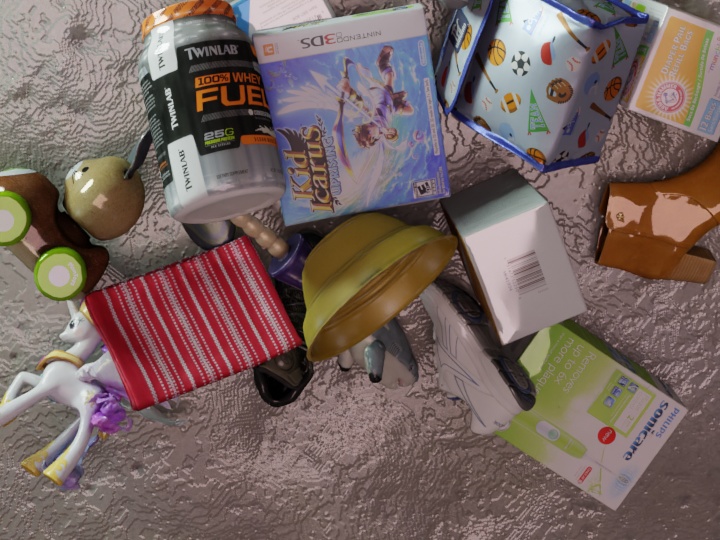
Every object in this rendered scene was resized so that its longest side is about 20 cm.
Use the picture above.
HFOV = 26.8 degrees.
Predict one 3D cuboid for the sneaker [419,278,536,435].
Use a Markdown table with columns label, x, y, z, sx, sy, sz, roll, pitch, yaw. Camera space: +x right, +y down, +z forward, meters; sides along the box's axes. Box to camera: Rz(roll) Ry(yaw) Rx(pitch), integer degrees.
| label | x | y | z | sx | sy | sz | roll | pitch | yaw |
| --- | --- | --- | --- | --- | --- | --- | --- | --- | --- |
| sneaker | 0.109 | 0.091 | 1.667 | 0.087 | 0.074 | 0.201 | -44 | 57 | 23 |

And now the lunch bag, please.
| label | x | y | z | sx | sy | sz | roll | pitch | yaw |
| --- | --- | --- | --- | --- | --- | --- | --- | --- | --- |
| lunch bag | 0.164 | -0.220 | 1.535 | 0.123 | 0.200 | 0.172 | -10 | 129 | -44 |

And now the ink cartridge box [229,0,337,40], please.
| label | x | y | z | sx | sy | sz | roll | pitch | yaw |
| --- | --- | --- | --- | --- | --- | --- | --- | --- | --- |
| ink cartridge box | -0.072 | -0.206 | 1.620 | 0.143 | 0.084 | 0.202 | -27 | 103 | 4 |

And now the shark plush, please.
| label | x | y | z | sx | sy | sz | roll | pitch | yaw |
| --- | --- | --- | --- | --- | --- | --- | --- | --- | --- |
| shark plush | 0.015 | 0.038 | 1.711 | 0.082 | 0.091 | 0.203 | -13 | 90 | -25 |

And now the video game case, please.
| label | x | y | z | sx | sy | sz | roll | pitch | yaw |
| --- | --- | --- | --- | --- | --- | --- | --- | --- | --- |
| video game case | -0.009 | -0.161 | 1.569 | 0.179 | 0.045 | 0.203 | -10 | 105 | -1 |

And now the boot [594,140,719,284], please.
| label | x | y | z | sx | sy | sz | roll | pitch | yaw |
| --- | --- | --- | --- | --- | --- | --- | --- | --- | --- |
| boot | 0.344 | -0.084 | 1.676 | 0.142 | 0.071 | 0.203 | 13 | 107 | -9 |

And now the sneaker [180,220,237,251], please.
| label | x | y | z | sx | sy | sz | roll | pitch | yaw |
| --- | --- | --- | --- | --- | --- | --- | --- | --- | --- |
| sneaker | -0.184 | -0.112 | 1.638 | 0.073 | 0.081 | 0.202 | -17 | 104 | 2 |

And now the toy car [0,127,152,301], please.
| label | x | y | z | sx | sy | sz | roll | pitch | yaw |
| --- | --- | --- | --- | --- | --- | --- | --- | --- | --- |
| toy car | -0.293 | -0.084 | 1.607 | 0.200 | 0.164 | 0.158 | -45 | 102 | -2 |

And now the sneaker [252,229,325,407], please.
| label | x | y | z | sx | sy | sz | roll | pitch | yaw |
| --- | --- | --- | --- | --- | --- | --- | --- | --- | --- |
| sneaker | -0.071 | 0.059 | 1.670 | 0.075 | 0.114 | 0.202 | 17 | 98 | -7 |

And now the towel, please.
| label | x | y | z | sx | sy | sz | roll | pitch | yaw |
| --- | --- | --- | --- | --- | --- | --- | --- | --- | --- |
| towel | -0.178 | 0.053 | 1.605 | 0.198 | 0.023 | 0.146 | -21 | 70 | -19 |

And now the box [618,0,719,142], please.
| label | x | y | z | sx | sy | sz | roll | pitch | yaw |
| --- | --- | --- | --- | --- | --- | --- | --- | --- | --- |
| box | 0.322 | -0.215 | 1.577 | 0.100 | 0.200 | 0.114 | 19 | 102 | -7 |

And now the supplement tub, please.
| label | x | y | z | sx | sy | sz | roll | pitch | yaw |
| --- | --- | --- | --- | --- | --- | --- | --- | --- | --- |
| supplement tub | -0.151 | -0.157 | 1.503 | 0.121 | 0.123 | 0.203 | -14 | 82 | 1 |

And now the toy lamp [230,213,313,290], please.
| label | x | y | z | sx | sy | sz | roll | pitch | yaw |
| --- | --- | --- | --- | --- | --- | --- | --- | --- | --- |
| toy lamp | -0.119 | -0.049 | 1.606 | 0.200 | 0.058 | 0.058 | 40 | 99 | -19 |

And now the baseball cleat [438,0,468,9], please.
| label | x | y | z | sx | sy | sz | roll | pitch | yaw |
| --- | --- | --- | --- | --- | --- | --- | --- | --- | --- |
| baseball cleat | 0.046 | -0.304 | 1.557 | 0.106 | 0.201 | 0.070 | -37 | 127 | 11 |

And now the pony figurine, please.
| label | x | y | z | sx | sy | sz | roll | pitch | yaw |
| --- | --- | --- | --- | --- | --- | --- | --- | --- | --- |
| pony figurine | -0.295 | 0.137 | 1.651 | 0.192 | 0.167 | 0.201 | 34 | 68 | 6 |

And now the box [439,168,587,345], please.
| label | x | y | z | sx | sy | sz | roll | pitch | yaw |
| --- | --- | --- | --- | --- | --- | --- | --- | --- | --- |
| box | 0.160 | -0.019 | 1.616 | 0.096 | 0.200 | 0.126 | -22 | 103 | 2 |

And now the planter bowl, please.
| label | x | y | z | sx | sy | sz | roll | pitch | yaw |
| --- | --- | --- | --- | --- | --- | --- | --- | --- | --- |
| planter bowl | 0.000 | 0.000 | 1.575 | 0.200 | 0.200 | 0.084 | -42 | 75 | 7 |

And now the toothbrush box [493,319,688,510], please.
| label | x | y | z | sx | sy | sz | roll | pitch | yaw |
| --- | --- | --- | --- | --- | --- | --- | --- | --- | --- |
| toothbrush box | 0.245 | 0.151 | 1.721 | 0.199 | 0.086 | 0.146 | 33 | 100 | -11 |
